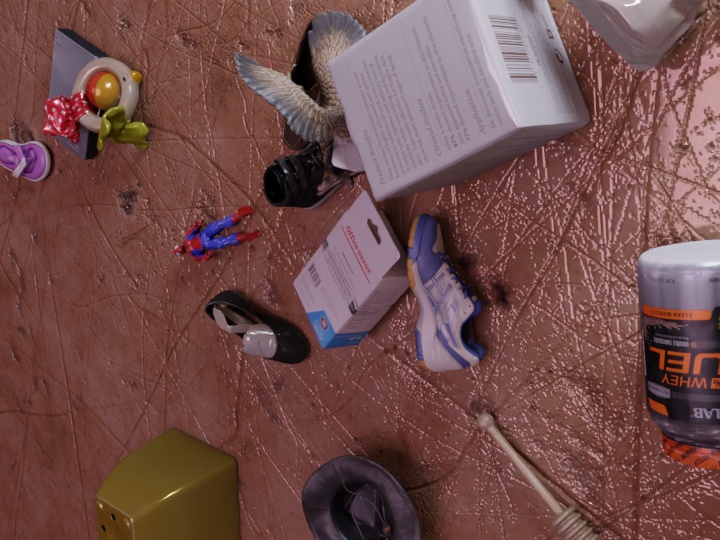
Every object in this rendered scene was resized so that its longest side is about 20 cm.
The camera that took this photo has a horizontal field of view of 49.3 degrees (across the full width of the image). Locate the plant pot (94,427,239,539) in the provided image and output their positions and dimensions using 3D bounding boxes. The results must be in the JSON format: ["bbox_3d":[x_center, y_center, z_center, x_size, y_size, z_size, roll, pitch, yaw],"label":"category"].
[{"bbox_3d":[-0.354,0.429,1.396,0.193,0.199,0.197,12,109,38],"label":"plant pot"}]

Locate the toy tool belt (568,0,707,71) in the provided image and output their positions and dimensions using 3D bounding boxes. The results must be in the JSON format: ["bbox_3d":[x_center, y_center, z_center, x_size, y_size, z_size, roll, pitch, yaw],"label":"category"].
[{"bbox_3d":[0.254,-0.301,0.746,0.123,0.125,0.201,-39,77,8],"label":"toy tool belt"}]

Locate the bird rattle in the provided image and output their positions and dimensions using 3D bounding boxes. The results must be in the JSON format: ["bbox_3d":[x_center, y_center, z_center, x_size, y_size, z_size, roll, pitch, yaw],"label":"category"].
[{"bbox_3d":[-0.451,-0.287,1.363,0.199,0.112,0.164,22,93,28],"label":"bird rattle"}]

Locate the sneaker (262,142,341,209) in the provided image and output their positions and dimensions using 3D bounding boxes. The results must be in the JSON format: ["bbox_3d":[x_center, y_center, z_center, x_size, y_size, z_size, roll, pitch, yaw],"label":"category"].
[{"bbox_3d":[-0.058,-0.146,1.052,0.200,0.099,0.071,-45,70,37],"label":"sneaker"}]

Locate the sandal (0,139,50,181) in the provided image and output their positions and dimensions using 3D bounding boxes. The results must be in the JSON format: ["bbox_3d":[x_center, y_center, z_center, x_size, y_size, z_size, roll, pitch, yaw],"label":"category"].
[{"bbox_3d":[-0.712,-0.227,1.631,0.201,0.050,0.083,11,109,38],"label":"sandal"}]

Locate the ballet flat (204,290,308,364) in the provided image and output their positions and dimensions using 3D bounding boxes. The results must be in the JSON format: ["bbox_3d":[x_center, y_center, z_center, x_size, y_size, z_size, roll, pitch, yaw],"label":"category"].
[{"bbox_3d":[-0.173,0.097,1.237,0.199,0.068,0.069,28,118,32],"label":"ballet flat"}]

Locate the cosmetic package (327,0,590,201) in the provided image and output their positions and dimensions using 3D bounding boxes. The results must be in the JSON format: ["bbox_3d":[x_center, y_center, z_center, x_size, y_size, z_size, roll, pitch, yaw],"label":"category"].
[{"bbox_3d":[0.105,-0.194,0.853,0.199,0.166,0.169,-21,87,41],"label":"cosmetic package"}]

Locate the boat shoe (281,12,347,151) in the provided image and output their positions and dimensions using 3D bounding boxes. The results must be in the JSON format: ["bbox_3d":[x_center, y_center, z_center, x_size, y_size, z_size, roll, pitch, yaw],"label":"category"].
[{"bbox_3d":[-0.074,-0.252,1.054,0.075,0.075,0.203,40,124,26],"label":"boat shoe"}]

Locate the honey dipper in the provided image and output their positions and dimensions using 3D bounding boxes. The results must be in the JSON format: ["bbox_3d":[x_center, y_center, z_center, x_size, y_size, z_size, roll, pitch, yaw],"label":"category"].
[{"bbox_3d":[0.211,0.259,0.971,0.200,0.038,0.038,49,128,23],"label":"honey dipper"}]

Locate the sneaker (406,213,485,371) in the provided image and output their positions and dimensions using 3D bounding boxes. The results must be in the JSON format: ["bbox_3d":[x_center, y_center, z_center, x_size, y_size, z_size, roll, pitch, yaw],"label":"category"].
[{"bbox_3d":[0.112,0.026,0.983,0.087,0.075,0.202,-4,101,24],"label":"sneaker"}]

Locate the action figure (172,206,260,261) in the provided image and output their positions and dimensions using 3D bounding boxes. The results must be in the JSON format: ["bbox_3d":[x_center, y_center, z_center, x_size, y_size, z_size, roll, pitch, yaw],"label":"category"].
[{"bbox_3d":[-0.245,-0.053,1.277,0.199,0.052,0.066,-17,94,45],"label":"action figure"}]

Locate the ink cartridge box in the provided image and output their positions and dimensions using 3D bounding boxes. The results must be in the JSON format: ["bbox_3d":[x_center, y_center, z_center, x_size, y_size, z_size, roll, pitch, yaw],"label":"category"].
[{"bbox_3d":[0.000,0.000,1.047,0.200,0.067,0.117,-50,55,38],"label":"ink cartridge box"}]

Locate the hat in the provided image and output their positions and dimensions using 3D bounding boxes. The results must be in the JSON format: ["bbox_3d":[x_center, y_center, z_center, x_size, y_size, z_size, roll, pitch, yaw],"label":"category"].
[{"bbox_3d":[0.014,0.345,1.136,0.199,0.081,0.203,9,107,30],"label":"hat"}]

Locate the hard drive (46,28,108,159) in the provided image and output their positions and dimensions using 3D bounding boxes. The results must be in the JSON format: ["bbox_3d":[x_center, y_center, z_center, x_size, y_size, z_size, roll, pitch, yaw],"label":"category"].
[{"bbox_3d":[-0.529,-0.327,1.458,0.139,0.033,0.201,35,122,29],"label":"hard drive"}]

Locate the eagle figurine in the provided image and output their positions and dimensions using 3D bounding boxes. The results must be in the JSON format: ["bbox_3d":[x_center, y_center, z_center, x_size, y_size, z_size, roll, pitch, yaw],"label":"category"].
[{"bbox_3d":[-0.048,-0.198,0.949,0.150,0.152,0.201,-13,111,23],"label":"eagle figurine"}]

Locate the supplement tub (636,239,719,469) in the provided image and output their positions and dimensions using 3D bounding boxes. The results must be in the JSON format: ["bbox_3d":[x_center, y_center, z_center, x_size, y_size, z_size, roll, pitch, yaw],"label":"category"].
[{"bbox_3d":[0.335,0.078,0.755,0.122,0.122,0.202,-1,101,41],"label":"supplement tub"}]
